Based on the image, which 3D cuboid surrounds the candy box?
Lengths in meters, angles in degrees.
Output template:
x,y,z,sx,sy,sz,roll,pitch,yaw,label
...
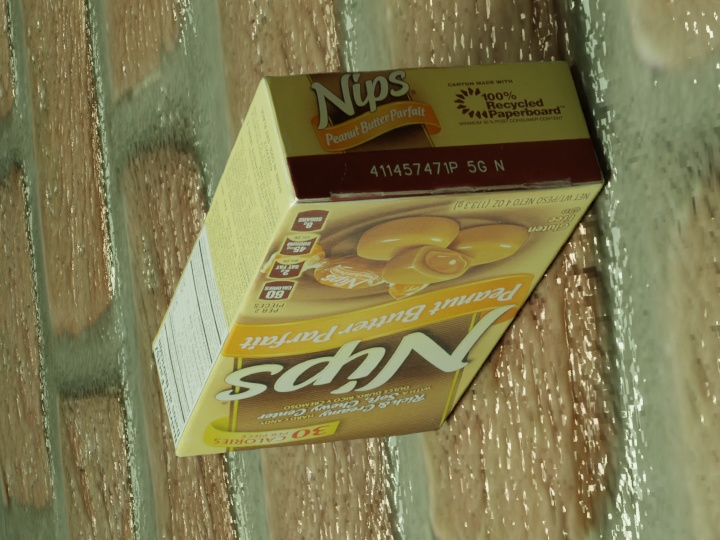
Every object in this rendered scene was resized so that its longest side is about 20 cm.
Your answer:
x,y,z,sx,sy,sz,roll,pitch,yaw,label
0.000,0.000,0.884,0.200,0.115,0.056,117,144,-56,candy box
